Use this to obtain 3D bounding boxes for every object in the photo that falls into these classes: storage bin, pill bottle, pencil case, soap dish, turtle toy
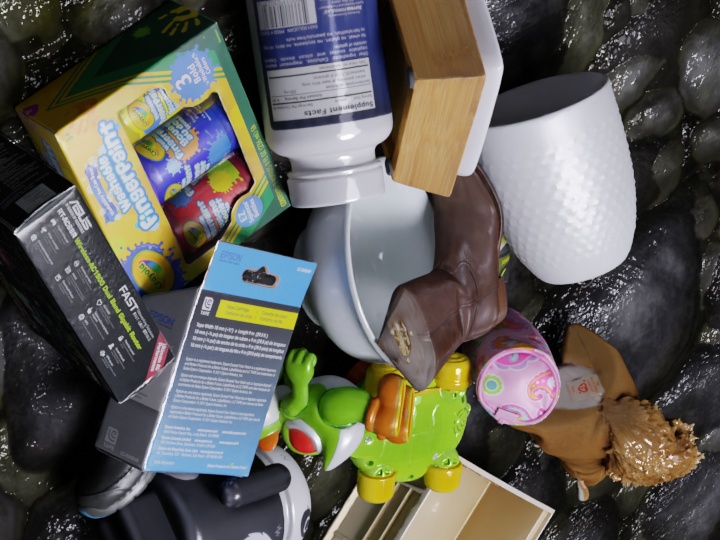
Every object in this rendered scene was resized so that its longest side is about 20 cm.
[{"bbox_3d":[0.072,0.288,1.878,0.200,0.094,0.199,33,88,-46],"label":"storage bin"},{"bbox_3d":[-0.032,-0.158,1.503,0.111,0.111,0.200,-14,101,-36],"label":"pill bottle"},{"bbox_3d":[0.148,0.094,1.781,0.087,0.200,0.088,0,100,-2],"label":"pencil case"},{"bbox_3d":[0.056,-0.176,1.541,0.081,0.158,0.200,-9,154,-11],"label":"soap dish"},{"bbox_3d":[0.017,0.143,1.732,0.200,0.101,0.146,-5,112,-27],"label":"turtle toy"}]

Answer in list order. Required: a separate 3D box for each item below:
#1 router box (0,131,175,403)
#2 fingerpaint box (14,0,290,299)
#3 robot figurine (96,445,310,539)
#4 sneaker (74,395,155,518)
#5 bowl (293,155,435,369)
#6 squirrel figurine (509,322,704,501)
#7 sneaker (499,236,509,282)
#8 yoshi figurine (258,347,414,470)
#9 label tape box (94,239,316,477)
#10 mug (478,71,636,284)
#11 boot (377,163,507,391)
[{"bbox_3d":[-0.243,-0.006,1.407,0.062,0.150,0.200,-40,133,-18],"label":"router box"},{"bbox_3d":[-0.167,-0.092,1.483,0.167,0.073,0.200,-37,131,-20],"label":"fingerpaint box"},{"bbox_3d":[-0.139,0.228,1.635,0.200,0.150,0.125,-13,109,-40],"label":"robot figurine"},{"bbox_3d":[-0.204,0.121,1.572,0.082,0.073,0.200,42,71,-42],"label":"sneaker"},{"bbox_3d":[0.000,0.000,1.640,0.201,0.090,0.202,30,55,-56],"label":"bowl"},{"bbox_3d":[0.263,0.185,1.925,0.142,0.200,0.187,-50,149,-23],"label":"squirrel figurine"},{"bbox_3d":[0.084,0.028,1.766,0.200,0.074,0.085,-40,133,-19],"label":"sneaker"},{"bbox_3d":[-0.053,0.105,1.624,0.112,0.200,0.113,-67,156,-60],"label":"yoshi figurine"},{"bbox_3d":[-0.130,0.071,1.518,0.144,0.063,0.200,14,95,-56],"label":"label tape box"},{"bbox_3d":[0.196,-0.093,1.744,0.147,0.200,0.176,-15,108,13],"label":"mug"},{"bbox_3d":[0.067,-0.004,1.616,0.200,0.064,0.187,-29,106,-57],"label":"boot"}]
